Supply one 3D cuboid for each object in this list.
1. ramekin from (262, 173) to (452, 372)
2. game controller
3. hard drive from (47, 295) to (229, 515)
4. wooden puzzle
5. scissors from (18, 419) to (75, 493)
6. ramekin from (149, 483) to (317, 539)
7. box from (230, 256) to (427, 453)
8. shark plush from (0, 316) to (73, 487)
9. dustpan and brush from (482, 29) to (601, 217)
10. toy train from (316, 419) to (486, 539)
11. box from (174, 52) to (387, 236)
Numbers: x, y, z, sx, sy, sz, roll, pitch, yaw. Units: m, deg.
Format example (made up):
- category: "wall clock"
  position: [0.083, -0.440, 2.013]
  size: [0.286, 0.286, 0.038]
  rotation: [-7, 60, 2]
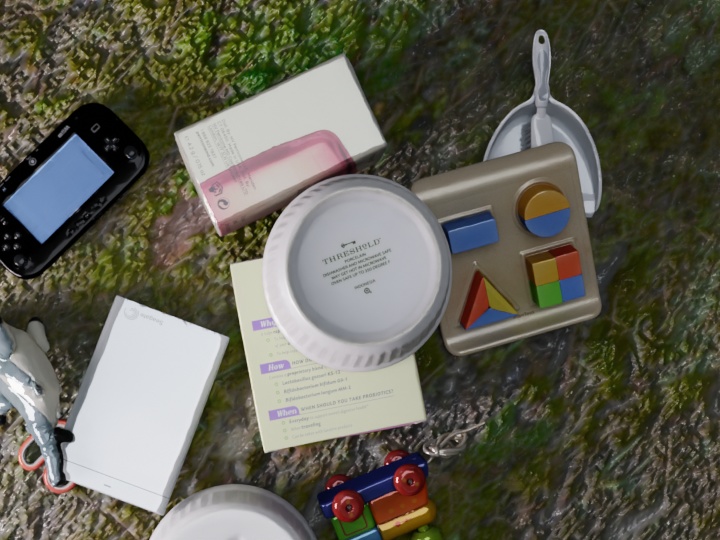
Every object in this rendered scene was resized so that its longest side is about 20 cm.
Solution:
- category: "ramekin"
  position: [0.000, 0.000, 1.351]
  size: [0.200, 0.094, 0.204]
  rotation: [0, 86, -5]
- category: "game controller"
  position: [-0.324, -0.087, 1.457]
  size: [0.104, 0.042, 0.200]
  rotation: [44, 83, 0]
- category: "hard drive"
  position: [-0.236, 0.143, 1.445]
  size: [0.131, 0.027, 0.202]
  rotation: [20, 79, -2]
- category: "wooden puzzle"
  position: [0.163, -0.020, 1.461]
  size: [0.184, 0.046, 0.202]
  rotation: [-15, 105, -5]
- category: "scissors"
  position: [-0.276, 0.161, 1.456]
  size: [0.200, 0.014, 0.073]
  rotation: [-39, 89, -5]
- category: "ramekin"
  position: [-0.134, 0.329, 1.412]
  size: [0.198, 0.098, 0.203]
  rotation: [0, 86, -5]
- category: "box"
  position: [-0.036, 0.077, 1.439]
  size: [0.174, 0.097, 0.202]
  rotation: [-11, 88, -5]
- category: "shark plush"
  position: [-0.355, 0.132, 1.428]
  size: [0.083, 0.091, 0.201]
  rotation: [-32, 90, 13]
- category: "dustpan and brush"
  position: [0.198, -0.161, 1.490]
  size: [0.138, 0.057, 0.202]
  rotation: [-1, 86, -4]
- category: "toy train"
  position: [0.064, 0.252, 1.445]
  size: [0.199, 0.085, 0.117]
  rotation: [-22, 98, -6]
- category: "box"
  position: [-0.085, -0.130, 1.434]
  size: [0.199, 0.128, 0.110]
  rotation: [-25, 88, -5]
